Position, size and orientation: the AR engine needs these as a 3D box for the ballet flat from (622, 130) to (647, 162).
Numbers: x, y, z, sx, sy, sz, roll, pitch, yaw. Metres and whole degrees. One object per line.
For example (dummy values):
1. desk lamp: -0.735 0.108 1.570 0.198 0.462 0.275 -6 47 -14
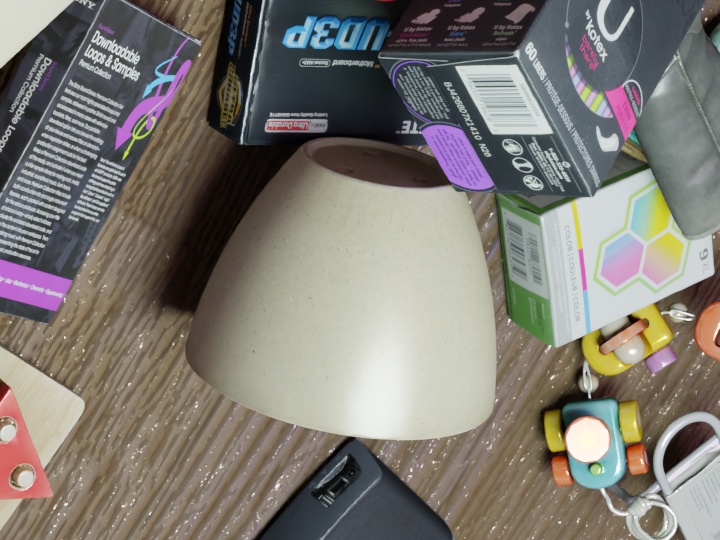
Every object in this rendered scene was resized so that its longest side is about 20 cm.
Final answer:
1. ballet flat: 0.145 -0.134 1.719 0.200 0.072 0.068 30 82 -48

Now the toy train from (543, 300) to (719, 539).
1. toy train: 0.216 0.091 1.829 0.201 0.150 0.056 -60 169 7

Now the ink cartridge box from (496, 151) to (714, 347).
1. ink cartridge box: 0.195 -0.035 1.809 0.199 0.059 0.105 -23 121 -26

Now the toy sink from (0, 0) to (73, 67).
1. toy sink: -0.256 -0.169 1.402 0.200 0.112 0.131 -46 129 -16

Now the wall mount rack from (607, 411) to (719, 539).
1. wall mount rack: 0.276 0.152 1.946 0.173 0.075 0.201 -37 127 -11

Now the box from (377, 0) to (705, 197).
1. box: 0.117 -0.155 1.541 0.201 0.105 0.123 -59 134 -31

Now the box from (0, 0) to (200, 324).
1. box: -0.178 -0.069 1.509 0.201 0.036 0.143 -60 161 3

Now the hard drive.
1. hard drive: -0.026 0.229 1.784 0.200 0.042 0.135 -50 129 -6

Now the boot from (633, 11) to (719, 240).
1. boot: 0.191 -0.092 1.690 0.182 0.072 0.201 -42 141 -15

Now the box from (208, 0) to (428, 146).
1. box: 0.008 -0.161 1.631 0.199 0.046 0.160 -1 110 -35

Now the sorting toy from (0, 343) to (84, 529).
1. sorting toy: -0.280 0.126 1.543 0.199 0.069 0.201 37 87 -40

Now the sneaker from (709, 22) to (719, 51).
1. sneaker: 0.349 -0.139 1.817 0.199 0.140 0.078 -8 115 -33

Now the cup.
1. cup: 0.000 0.000 1.597 0.199 0.200 0.144 -1 111 -34
